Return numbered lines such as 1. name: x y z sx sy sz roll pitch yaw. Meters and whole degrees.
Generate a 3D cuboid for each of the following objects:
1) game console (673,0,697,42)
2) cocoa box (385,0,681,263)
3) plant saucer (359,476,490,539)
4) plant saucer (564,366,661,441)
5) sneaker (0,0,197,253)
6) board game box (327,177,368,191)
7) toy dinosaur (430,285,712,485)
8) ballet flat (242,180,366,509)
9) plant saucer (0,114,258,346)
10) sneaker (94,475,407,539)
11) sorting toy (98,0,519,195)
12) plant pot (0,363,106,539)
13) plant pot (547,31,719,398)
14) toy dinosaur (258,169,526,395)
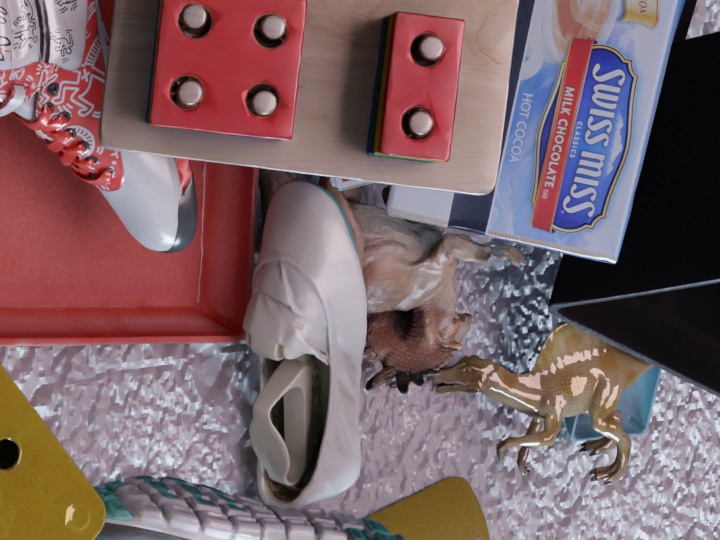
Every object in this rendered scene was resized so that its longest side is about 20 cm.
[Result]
1. game console: 0.170 -0.158 1.791 0.116 0.176 0.200 19 79 -12
2. cocoa box: 0.101 -0.128 1.598 0.133 0.131 0.200 -72 174 -64
3. plant saucer: 0.023 0.246 1.739 0.200 0.048 0.200 -22 107 -38
4. plant saucer: 0.170 0.008 1.836 0.070 0.019 0.200 -2 109 -41
5. sneaker: -0.158 -0.086 1.492 0.108 0.067 0.202 -28 112 -31
6. board game box: -0.027 -0.159 1.584 0.035 0.126 0.200 -13 119 -7
7. toy dinosaur: 0.143 0.071 1.793 0.200 0.058 0.101 -14 113 -23
8. ballet flat: -0.034 0.049 1.631 0.069 0.069 0.200 -28 130 -36
9. plant saucer: -0.141 -0.062 1.574 0.199 0.037 0.200 0 94 -42
10. sneaker: -0.066 0.171 1.615 0.200 0.078 0.091 14 98 -18
11. sorting toy: -0.017 -0.147 1.451 0.200 0.070 0.199 7 91 -8
12. plant pot: -0.244 0.107 1.406 0.200 0.176 0.200 -49 123 -26
13. plant pot: 0.252 -0.041 1.743 0.200 0.199 0.178 24 65 -41
14. toy dinosaur: 0.000 0.000 1.681 0.200 0.086 0.136 26 116 -22
